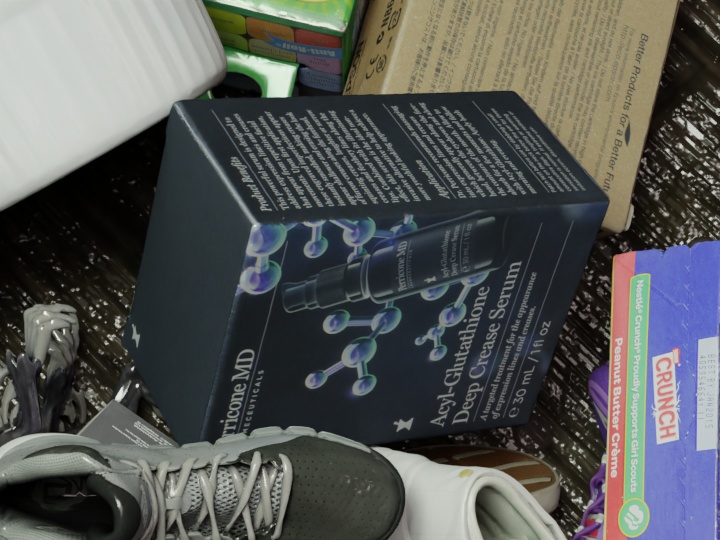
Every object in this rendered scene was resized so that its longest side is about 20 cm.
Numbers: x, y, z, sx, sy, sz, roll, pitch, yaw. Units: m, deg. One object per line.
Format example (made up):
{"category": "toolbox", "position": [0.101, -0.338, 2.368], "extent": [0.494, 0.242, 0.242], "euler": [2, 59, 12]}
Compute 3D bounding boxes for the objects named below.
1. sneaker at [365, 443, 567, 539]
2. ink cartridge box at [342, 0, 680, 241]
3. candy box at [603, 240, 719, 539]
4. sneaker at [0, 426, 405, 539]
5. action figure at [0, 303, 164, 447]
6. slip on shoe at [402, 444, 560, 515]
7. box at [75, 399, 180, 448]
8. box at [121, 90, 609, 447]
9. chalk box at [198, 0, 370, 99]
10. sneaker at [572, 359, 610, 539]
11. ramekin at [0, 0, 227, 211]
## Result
{"category": "sneaker", "position": [0.061, 0.182, 0.996], "extent": [0.074, 0.115, 0.200], "euler": [-40, 117, -35]}
{"category": "ink cartridge box", "position": [0.088, -0.132, 1.130], "extent": [0.165, 0.075, 0.200], "euler": [22, 71, -19]}
{"category": "candy box", "position": [0.213, 0.093, 1.030], "extent": [0.077, 0.200, 0.169], "euler": [-10, 66, 41]}
{"category": "sneaker", "position": [-0.078, 0.110, 0.884], "extent": [0.200, 0.115, 0.075], "euler": [-1, 88, -1]}
{"category": "action figure", "position": [-0.162, 0.067, 1.072], "extent": [0.200, 0.119, 0.102], "euler": [-3, 92, -12]}
{"category": "slip on shoe", "position": [0.013, 0.147, 1.079], "extent": [0.200, 0.076, 0.061], "euler": [-13, 117, -16]}
{"category": "box", "position": [-0.075, 0.178, 1.013], "extent": [0.200, 0.158, 0.050], "euler": [34, 48, 8]}
{"category": "box", "position": [0.000, 0.000, 0.995], "extent": [0.200, 0.149, 0.107], "euler": [-5, 39, -28]}
{"category": "chalk box", "position": [-0.052, -0.175, 1.140], "extent": [0.125, 0.124, 0.200], "euler": [13, 73, 3]}
{"category": "sneaker", "position": [0.143, 0.144, 1.073], "extent": [0.083, 0.081, 0.200], "euler": [-7, 73, 4]}
{"category": "ramekin", "position": [-0.165, -0.099, 1.009], "extent": [0.200, 0.200, 0.098], "euler": [-31, 99, -10]}
